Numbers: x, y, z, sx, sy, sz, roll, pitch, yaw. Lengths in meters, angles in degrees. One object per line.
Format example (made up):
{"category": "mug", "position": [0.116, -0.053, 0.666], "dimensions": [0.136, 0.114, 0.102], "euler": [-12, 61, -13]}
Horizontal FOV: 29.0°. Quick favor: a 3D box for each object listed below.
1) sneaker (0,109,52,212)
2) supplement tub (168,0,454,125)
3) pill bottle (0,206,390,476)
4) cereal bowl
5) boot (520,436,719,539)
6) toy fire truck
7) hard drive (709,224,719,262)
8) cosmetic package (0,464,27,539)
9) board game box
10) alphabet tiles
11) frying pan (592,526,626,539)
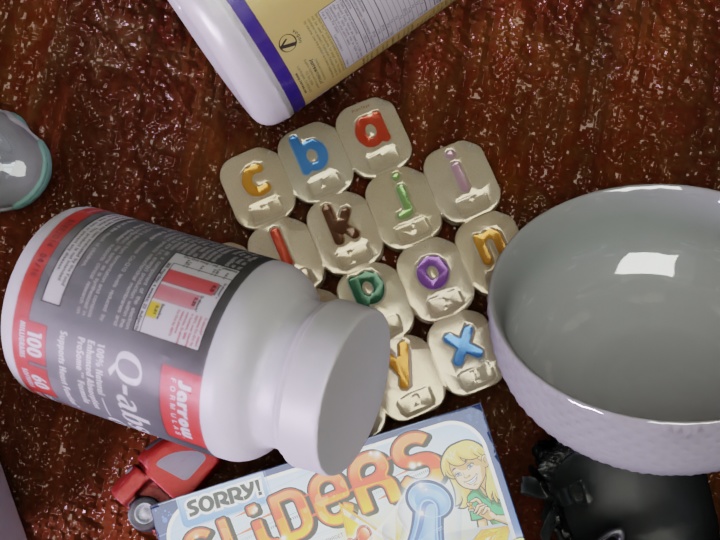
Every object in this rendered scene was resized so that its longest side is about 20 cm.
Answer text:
{"category": "sneaker", "position": [-0.284, -0.089, 0.804], "dimensions": [0.199, 0.140, 0.078], "euler": [19, 87, 0]}
{"category": "supplement tub", "position": [-0.016, -0.196, 0.812], "dimensions": [0.200, 0.145, 0.146], "euler": [-36, 89, -2]}
{"category": "pill bottle", "position": [-0.091, 0.041, 0.787], "dimensions": [0.199, 0.116, 0.116], "euler": [16, 88, 21]}
{"category": "cereal bowl", "position": [0.173, 0.042, 0.794], "dimensions": [0.199, 0.200, 0.084], "euler": [-8, 130, -1]}
{"category": "boot", "position": [0.207, 0.151, 0.841], "dimensions": [0.198, 0.073, 0.163], "euler": [-19, 91, 4]}
{"category": "toy fire truck", "position": [-0.035, 0.150, 0.843], "dimensions": [0.200, 0.049, 0.141], "euler": [41, 79, 6]}
{"category": "hard drive", "position": [0.311, 0.027, 0.867], "dimensions": [0.139, 0.033, 0.201], "euler": [-22, 88, -2]}
{"category": "cosmetic package", "position": [-0.270, 0.080, 0.810], "dimensions": [0.071, 0.101, 0.201], "euler": [-22, 82, -2]}
{"category": "board game box", "position": [-0.006, 0.169, 0.794], "dimensions": [0.199, 0.034, 0.136], "euler": [-18, 80, -3]}
{"category": "alphabet tiles", "position": [0.000, 0.000, 0.860], "dimensions": [0.199, 0.015, 0.196], "euler": [-24, 79, -2]}
{"category": "frying pan", "position": [0.094, 0.238, 0.829], "dimensions": [0.190, 0.031, 0.115], "euler": [-25, 100, 19]}
